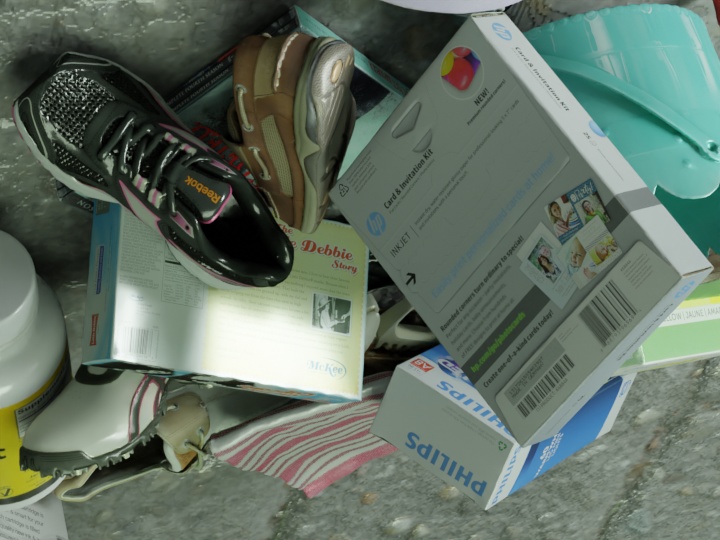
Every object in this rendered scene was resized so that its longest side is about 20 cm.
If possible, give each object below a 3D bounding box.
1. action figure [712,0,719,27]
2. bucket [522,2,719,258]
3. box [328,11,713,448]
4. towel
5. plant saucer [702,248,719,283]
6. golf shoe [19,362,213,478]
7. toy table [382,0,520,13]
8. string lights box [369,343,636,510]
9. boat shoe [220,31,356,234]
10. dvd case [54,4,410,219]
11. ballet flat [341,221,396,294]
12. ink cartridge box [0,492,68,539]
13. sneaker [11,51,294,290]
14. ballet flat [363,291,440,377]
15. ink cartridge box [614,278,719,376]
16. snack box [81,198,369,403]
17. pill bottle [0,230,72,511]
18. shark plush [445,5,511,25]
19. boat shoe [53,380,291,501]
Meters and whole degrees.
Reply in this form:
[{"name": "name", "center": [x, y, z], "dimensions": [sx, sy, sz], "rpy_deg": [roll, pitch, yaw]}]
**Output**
[{"name": "action figure", "center": [0.186, -0.202, 1.414], "dimensions": [0.065, 0.052, 0.199], "rpy_deg": [-34, 142, 29]}, {"name": "bucket", "center": [0.150, -0.068, 1.463], "dimensions": [0.206, 0.136, 0.207], "rpy_deg": [-14, 163, -4]}, {"name": "box", "center": [0.088, -0.024, 1.356], "dimensions": [0.041, 0.200, 0.156], "rpy_deg": [-13, 149, -52]}, {"name": "towel", "center": [-0.010, 0.120, 1.697], "dimensions": [0.145, 0.030, 0.200], "rpy_deg": [-22, 163, 13]}, {"name": "plant saucer", "center": [0.247, 0.001, 1.685], "dimensions": [0.199, 0.030, 0.200], "rpy_deg": [-15, 172, -2]}, {"name": "golf shoe", "center": [-0.151, 0.057, 1.495], "dimensions": [0.200, 0.077, 0.089], "rpy_deg": [-39, 125, -38]}, {"name": "toy table", "center": [0.056, -0.217, 1.225], "dimensions": [0.199, 0.185, 0.117], "rpy_deg": [-9, 163, -36]}, {"name": "string lights box", "center": [0.103, 0.091, 1.636], "dimensions": [0.200, 0.102, 0.059], "rpy_deg": [-23, 141, -57]}, {"name": "boat shoe", "center": [-0.045, -0.088, 1.412], "dimensions": [0.071, 0.076, 0.200], "rpy_deg": [17, 154, 6]}, {"name": "dvd case", "center": [-0.074, -0.078, 1.481], "dimensions": [0.199, 0.022, 0.146], "rpy_deg": [-32, 144, 21]}, {"name": "ballet flat", "center": [0.000, 0.000, 1.596], "dimensions": [0.199, 0.057, 0.067], "rpy_deg": [-20, 146, 1]}, {"name": "ink cartridge box", "center": [-0.274, 0.211, 1.631], "dimensions": [0.084, 0.201, 0.145], "rpy_deg": [-30, 145, 21]}, {"name": "sneaker", "center": [-0.110, -0.058, 1.381], "dimensions": [0.200, 0.086, 0.081], "rpy_deg": [35, 81, -27]}, {"name": "ballet flat", "center": [0.013, 0.045, 1.661], "dimensions": [0.199, 0.068, 0.072], "rpy_deg": [4, 135, -35]}, {"name": "ink cartridge box", "center": [0.228, 0.036, 1.579], "dimensions": [0.199, 0.048, 0.145], "rpy_deg": [-15, 174, 43]}, {"name": "snack box", "center": [-0.082, 0.015, 1.486], "dimensions": [0.199, 0.117, 0.037], "rpy_deg": [12, 166, -38]}, {"name": "pill bottle", "center": [-0.243, 0.062, 1.515], "dimensions": [0.110, 0.112, 0.201], "rpy_deg": [-12, 145, -11]}, {"name": "shark plush", "center": [0.042, -0.183, 1.386], "dimensions": [0.083, 0.092, 0.200], "rpy_deg": [-9, 172, 20]}, {"name": "boat shoe", "center": [-0.135, 0.114, 1.679], "dimensions": [0.199, 0.069, 0.075], "rpy_deg": [-18, 147, -2]}]
